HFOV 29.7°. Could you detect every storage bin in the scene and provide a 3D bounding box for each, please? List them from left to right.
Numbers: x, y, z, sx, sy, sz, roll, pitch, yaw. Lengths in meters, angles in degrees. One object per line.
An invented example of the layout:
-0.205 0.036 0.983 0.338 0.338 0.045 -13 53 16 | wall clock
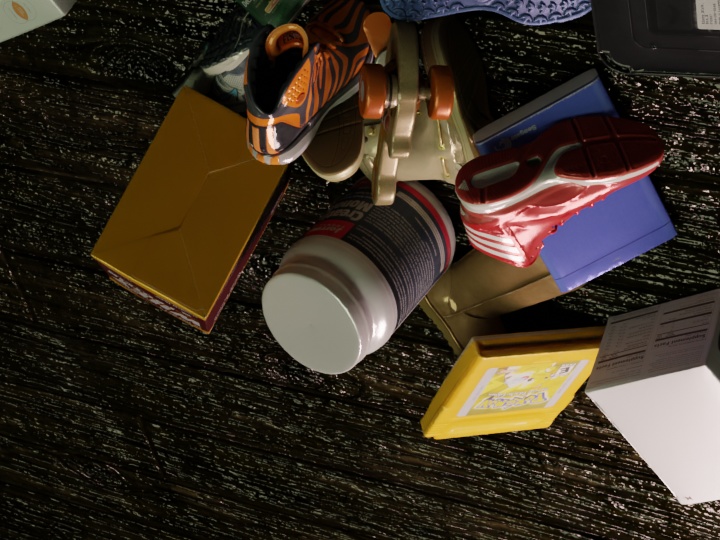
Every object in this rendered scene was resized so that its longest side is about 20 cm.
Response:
0.291 -0.236 1.091 0.197 0.094 0.136 7 138 26 | storage bin

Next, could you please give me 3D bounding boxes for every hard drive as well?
0.212 -0.083 1.323 0.131 0.026 0.201 -27 122 13 | hard drive

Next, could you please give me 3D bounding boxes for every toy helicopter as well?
0.028 -0.144 1.252 0.078 0.134 0.201 -1 140 -9 | toy helicopter

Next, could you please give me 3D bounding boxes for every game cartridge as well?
0.175 0.133 1.557 0.174 0.033 0.201 -4 146 -21 | game cartridge

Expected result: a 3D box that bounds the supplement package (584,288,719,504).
0.368 0.139 1.459 0.155 0.112 0.200 -19 124 44 | supplement package

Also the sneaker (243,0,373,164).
-0.043 -0.199 1.242 0.077 0.202 0.113 20 151 13 | sneaker

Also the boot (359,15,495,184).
0.050 -0.162 1.345 0.153 0.073 0.201 5 140 29 | boot

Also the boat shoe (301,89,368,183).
-0.034 -0.152 1.327 0.072 0.202 0.063 -18 138 3 | boat shoe

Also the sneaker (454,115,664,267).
0.187 -0.072 1.285 0.197 0.079 0.116 -11 143 0 | sneaker

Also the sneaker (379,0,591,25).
0.112 -0.265 1.195 0.196 0.079 0.071 1 137 -1 | sneaker

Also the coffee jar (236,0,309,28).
-0.122 -0.319 1.255 0.199 0.086 0.104 37 141 -11 | coffee jar

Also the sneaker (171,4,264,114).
-0.119 -0.207 1.387 0.086 0.078 0.199 31 162 -18 | sneaker

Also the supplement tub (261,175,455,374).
0.000 0.000 1.435 0.139 0.200 0.142 21 134 24 | supplement tub

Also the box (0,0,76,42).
-0.383 -0.315 1.410 0.198 0.098 0.125 -10 129 38 | box

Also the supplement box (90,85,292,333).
-0.173 -0.057 1.441 0.131 0.199 0.200 28 172 -1 | supplement box

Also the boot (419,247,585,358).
0.172 0.036 1.500 0.175 0.067 0.199 43 138 -21 | boot
